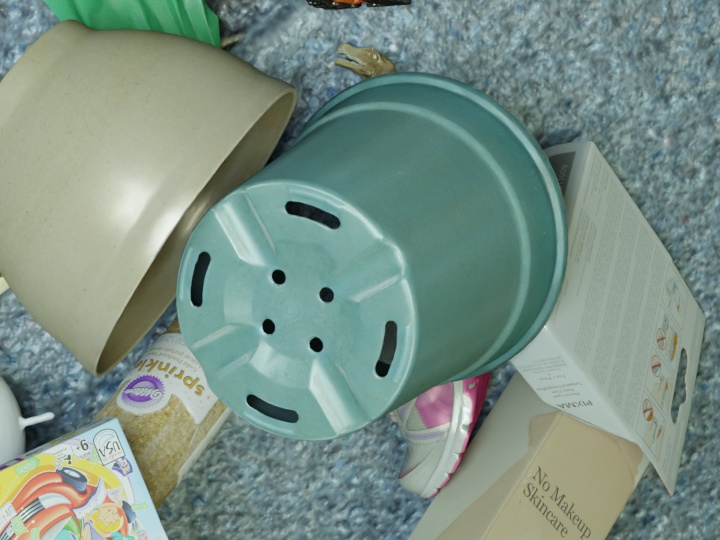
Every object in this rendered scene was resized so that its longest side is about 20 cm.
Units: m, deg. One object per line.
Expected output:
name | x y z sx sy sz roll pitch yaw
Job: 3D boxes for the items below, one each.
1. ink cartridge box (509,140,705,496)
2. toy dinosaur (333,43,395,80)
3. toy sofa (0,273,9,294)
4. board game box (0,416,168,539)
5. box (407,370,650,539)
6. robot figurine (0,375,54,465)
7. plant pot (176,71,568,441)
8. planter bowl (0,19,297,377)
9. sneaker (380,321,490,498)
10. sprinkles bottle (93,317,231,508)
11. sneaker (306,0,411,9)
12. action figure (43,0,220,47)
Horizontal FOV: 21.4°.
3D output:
ink cartridge box | 0.168 0.036 1.304 0.200 0.047 0.161 51 43 -38
toy dinosaur | 0.053 -0.068 1.266 0.200 0.058 0.101 36 90 -25
toy sofa | -0.295 -0.050 1.130 0.097 0.083 0.201 -37 114 -7
board game box | -0.200 0.183 1.051 0.199 0.034 0.135 -25 96 -20
box | 0.109 0.169 1.305 0.095 0.078 0.201 46 63 -25
robot figurine | -0.283 0.106 1.133 0.199 0.170 0.114 -8 114 23
plant pot | 0.000 0.000 1.123 0.199 0.196 0.202 7 108 22
planter bowl | -0.146 -0.060 1.097 0.134 0.200 0.201 35 92 2
sneaker | 0.043 0.060 1.293 0.088 0.081 0.201 14 116 9
sprinkles bottle | -0.127 0.096 1.182 0.068 0.068 0.200 56 48 -24
sneaker | -0.035 -0.205 1.156 0.200 0.075 0.079 -2 90 -63
action figure | -0.127 -0.136 1.182 0.118 0.055 0.201 -29 120 -11
